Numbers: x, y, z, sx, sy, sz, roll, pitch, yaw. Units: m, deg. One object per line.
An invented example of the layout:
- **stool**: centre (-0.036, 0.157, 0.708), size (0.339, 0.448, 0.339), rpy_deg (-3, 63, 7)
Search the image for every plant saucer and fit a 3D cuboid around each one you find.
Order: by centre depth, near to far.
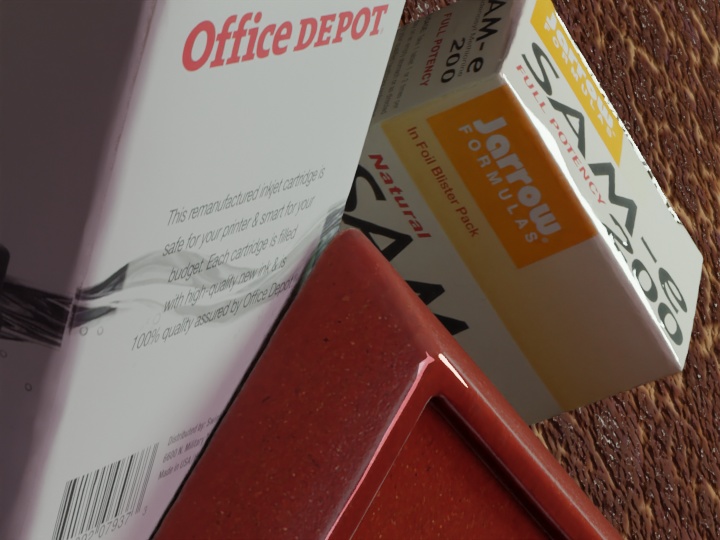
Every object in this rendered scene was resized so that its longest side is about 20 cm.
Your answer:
- **plant saucer**: centre (0.009, 0.125, 0.686), size (0.200, 0.037, 0.201), rpy_deg (49, 64, -42)

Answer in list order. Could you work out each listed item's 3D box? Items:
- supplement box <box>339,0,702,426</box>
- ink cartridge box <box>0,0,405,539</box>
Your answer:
- **supplement box**: centre (0.000, 0.000, 0.852), size (0.126, 0.199, 0.074), rpy_deg (55, 30, -22)
- **ink cartridge box**: centre (-0.072, -0.001, 0.633), size (0.145, 0.083, 0.201), rpy_deg (-21, 130, -64)
